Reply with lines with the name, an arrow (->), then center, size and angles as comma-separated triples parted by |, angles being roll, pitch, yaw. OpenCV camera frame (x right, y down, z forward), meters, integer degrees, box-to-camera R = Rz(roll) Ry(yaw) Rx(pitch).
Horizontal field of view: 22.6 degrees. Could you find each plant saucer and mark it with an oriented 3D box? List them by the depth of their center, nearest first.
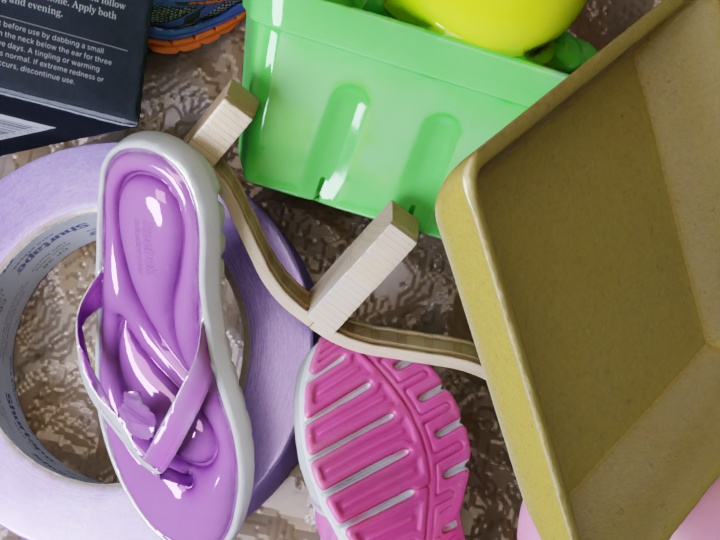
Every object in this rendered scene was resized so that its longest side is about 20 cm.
plant saucer -> 0.105, 0.004, 0.753 | 0.048, 0.200, 0.201 | 2, 119, 41

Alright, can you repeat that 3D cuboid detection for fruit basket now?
fruit basket -> 0.046, -0.119, 0.841 | 0.214, 0.156, 0.217 | -1, 102, -5

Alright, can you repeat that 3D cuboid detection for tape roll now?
tape roll -> -0.118, 0.041, 0.899 | 0.199, 0.066, 0.201 | -1, 81, 4

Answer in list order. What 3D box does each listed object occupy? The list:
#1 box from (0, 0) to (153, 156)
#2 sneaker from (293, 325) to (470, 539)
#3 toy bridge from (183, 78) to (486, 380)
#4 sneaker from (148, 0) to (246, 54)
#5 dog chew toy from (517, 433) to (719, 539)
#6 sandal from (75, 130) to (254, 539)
box -> -0.176, -0.168, 0.879 | 0.107, 0.148, 0.201 | 12, 79, -37
sneaker -> 0.010, 0.126, 0.856 | 0.081, 0.088, 0.201 | -14, 87, -24
toy bridge -> 0.000, 0.000, 0.815 | 0.200, 0.027, 0.067 | 37, 112, -16
sneaker -> -0.041, -0.182, 0.917 | 0.200, 0.078, 0.075 | -37, 81, -1
dog chew toy -> 0.134, 0.173, 0.832 | 0.124, 0.125, 0.201 | 0, 89, 5
sandal -> -0.096, 0.039, 0.801 | 0.082, 0.050, 0.204 | 8, 113, 31
